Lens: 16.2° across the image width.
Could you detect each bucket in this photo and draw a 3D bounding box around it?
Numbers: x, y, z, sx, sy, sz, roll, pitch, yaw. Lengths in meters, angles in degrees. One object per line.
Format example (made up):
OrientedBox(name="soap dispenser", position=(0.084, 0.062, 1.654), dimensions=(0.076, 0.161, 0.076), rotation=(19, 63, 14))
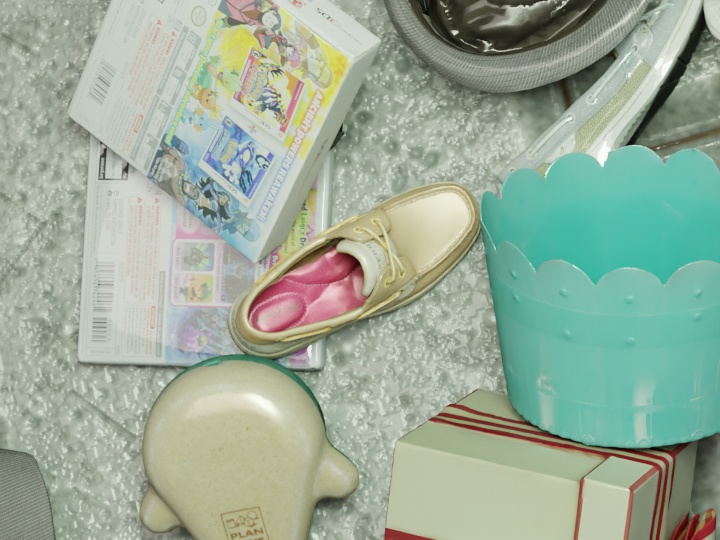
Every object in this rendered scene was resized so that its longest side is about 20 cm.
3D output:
OrientedBox(name="bucket", position=(0.180, 0.016, 1.658), dimensions=(0.207, 0.207, 0.135), rotation=(1, 116, 12))

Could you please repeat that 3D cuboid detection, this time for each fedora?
OrientedBox(name="fedora", position=(-0.266, 0.204, 1.782), dimensions=(0.090, 0.177, 0.200), rotation=(4, 93, -19))
OrientedBox(name="fedora", position=(0.119, -0.210, 1.760), dimensions=(0.200, 0.090, 0.177), rotation=(-27, 77, 13))

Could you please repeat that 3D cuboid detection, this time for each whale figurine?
OrientedBox(name="whale figurine", position=(-0.076, 0.154, 1.774), dimensions=(0.159, 0.104, 0.200), rotation=(-14, 105, 9))

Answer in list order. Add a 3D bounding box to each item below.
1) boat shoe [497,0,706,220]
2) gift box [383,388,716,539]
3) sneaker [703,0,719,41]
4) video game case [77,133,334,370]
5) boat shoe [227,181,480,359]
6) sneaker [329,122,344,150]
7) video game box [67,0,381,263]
OrientedBox(name="boat shoe", position=(0.175, -0.126, 1.757), dimensions=(0.065, 0.074, 0.202), rotation=(35, 98, 10))
OrientedBox(name="gift box", position=(0.129, 0.197, 1.664), dimensions=(0.186, 0.185, 0.200), rotation=(10, 109, 22))
OrientedBox(name="sneaker", position=(0.278, -0.222, 1.753), dimensions=(0.077, 0.082, 0.200), rotation=(5, 62, 23))
OrientedBox(name="video game case", position=(-0.111, -0.029, 1.828), dimensions=(0.182, 0.024, 0.200), rotation=(1, 83, 11))
OrientedBox(name="boat shoe", position=(0.000, 0.000, 1.763), dimensions=(0.200, 0.069, 0.074), rotation=(-32, 87, -7))
OrientedBox(name="sneaker", position=(-0.089, -0.161, 1.790), dimensions=(0.070, 0.090, 0.200), rotation=(-38, 67, -5))
OrientedBox(name="video game box", position=(-0.098, -0.133, 1.747), dimensions=(0.182, 0.047, 0.200), rotation=(40, 131, 14))
